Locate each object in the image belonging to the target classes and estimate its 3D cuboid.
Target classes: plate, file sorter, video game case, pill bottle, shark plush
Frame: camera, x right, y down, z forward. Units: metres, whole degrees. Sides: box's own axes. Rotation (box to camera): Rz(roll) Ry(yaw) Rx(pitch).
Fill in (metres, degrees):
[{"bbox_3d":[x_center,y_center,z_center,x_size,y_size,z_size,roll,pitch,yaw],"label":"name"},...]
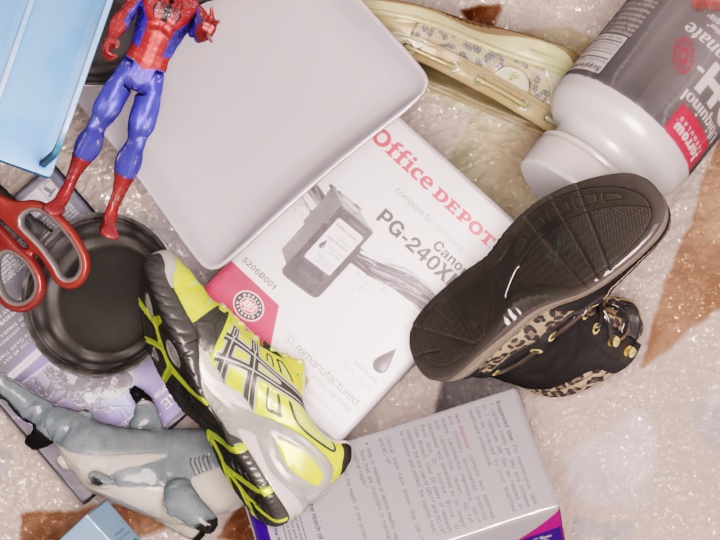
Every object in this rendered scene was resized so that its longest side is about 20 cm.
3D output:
[{"bbox_3d":[-0.080,-0.130,1.398,0.199,0.032,0.200,-40,71,4],"label":"plate"},{"bbox_3d":[-0.266,-0.160,1.299,0.199,0.123,0.139,20,85,-13],"label":"file sorter"},{"bbox_3d":[-0.209,0.045,1.453,0.143,0.019,0.200,-41,88,-1],"label":"video game case"},{"bbox_3d":[0.201,-0.122,1.395,0.111,0.111,0.200,39,79,2],"label":"pill bottle"},{"bbox_3d":[-0.161,0.122,1.424,0.199,0.091,0.084,21,76,6],"label":"shark plush"}]

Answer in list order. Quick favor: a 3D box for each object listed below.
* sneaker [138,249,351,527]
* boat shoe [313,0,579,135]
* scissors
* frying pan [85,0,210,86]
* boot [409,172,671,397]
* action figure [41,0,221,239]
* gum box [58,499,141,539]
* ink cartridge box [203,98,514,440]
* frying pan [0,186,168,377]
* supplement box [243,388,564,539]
[{"bbox_3d":[-0.081,0.071,1.354,0.076,0.075,0.200,-28,82,-21],"label":"sneaker"},{"bbox_3d":[0.054,-0.145,1.431,0.199,0.073,0.063,13,85,1],"label":"boat shoe"},{"bbox_3d":[-0.265,-0.059,1.400,0.073,0.014,0.200,-38,87,9],"label":"scissors"},{"bbox_3d":[-0.147,-0.200,1.397,0.190,0.031,0.115,-29,82,-3],"label":"frying pan"},{"bbox_3d":[0.146,0.018,1.361,0.200,0.150,0.073,-40,59,20],"label":"boot"},{"bbox_3d":[-0.147,-0.119,1.336,0.065,0.099,0.201,22,95,-9],"label":"action figure"},{"bbox_3d":[-0.174,0.290,1.405,0.170,0.045,0.200,-42,88,15],"label":"gum box"},{"bbox_3d":[0.000,0.000,1.419,0.145,0.083,0.200,42,89,4],"label":"ink cartridge box"},{"bbox_3d":[-0.213,0.006,1.423,0.189,0.031,0.115,18,86,15],"label":"frying pan"},{"bbox_3d":[0.031,0.172,1.383,0.199,0.101,0.104,-19,53,-2],"label":"supplement box"}]
